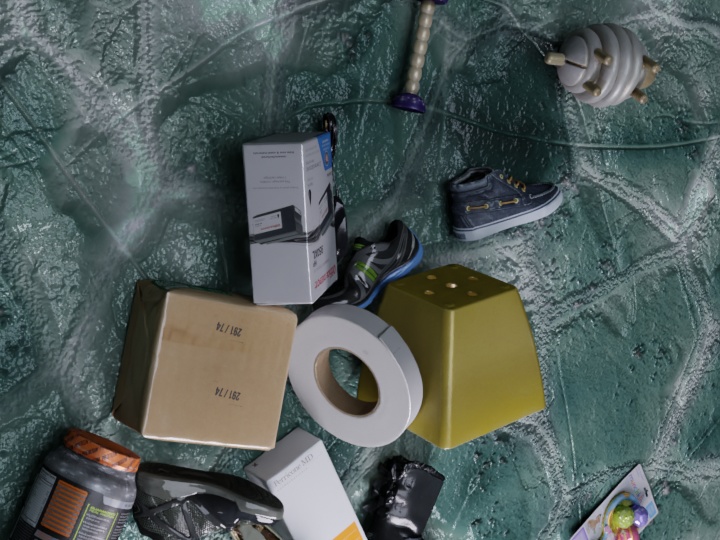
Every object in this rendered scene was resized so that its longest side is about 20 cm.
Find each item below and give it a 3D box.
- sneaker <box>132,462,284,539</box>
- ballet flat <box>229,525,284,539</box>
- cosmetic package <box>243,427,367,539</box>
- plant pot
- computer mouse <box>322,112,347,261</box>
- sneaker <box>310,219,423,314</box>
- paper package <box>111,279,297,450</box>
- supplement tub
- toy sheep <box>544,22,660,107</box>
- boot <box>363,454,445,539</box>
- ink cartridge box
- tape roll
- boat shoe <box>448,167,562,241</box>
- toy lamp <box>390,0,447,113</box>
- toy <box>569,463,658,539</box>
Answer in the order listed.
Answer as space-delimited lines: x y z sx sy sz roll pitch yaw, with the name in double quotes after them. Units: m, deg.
-0.202 0.323 1.516 0.196 0.076 0.116 11 100 -14 "sneaker"
-0.108 0.396 1.557 0.199 0.062 0.068 42 84 7 "ballet flat"
-0.071 0.334 1.624 0.101 0.071 0.202 -34 114 -24 "cosmetic package"
0.126 0.103 1.615 0.198 0.199 0.180 -16 115 -35 "plant pot"
-0.044 -0.111 1.580 0.033 0.059 0.204 -7 101 -14 "computer mouse"
0.000 0.000 1.624 0.199 0.070 0.083 -39 106 -25 "sneaker"
-0.195 0.121 1.487 0.197 0.103 0.194 11 91 -34 "paper package"
-0.347 0.301 1.403 0.122 0.122 0.203 28 83 -33 "supplement tub"
0.367 -0.312 1.774 0.197 0.137 0.141 8 94 -28 "toy sheep"
0.085 0.375 1.739 0.197 0.073 0.165 30 75 -36 "boot"
-0.087 -0.070 1.497 0.145 0.083 0.204 -44 133 -72 "ink cartridge box"
-0.010 0.140 1.556 0.037 0.200 0.206 -39 119 -47 "tape roll"
0.219 -0.117 1.741 0.198 0.071 0.092 -22 113 -27 "boat shoe"
0.084 -0.325 1.628 0.057 0.058 0.204 10 92 -34 "toy lamp"
0.448 0.443 2.001 0.199 0.047 0.116 -37 118 -23 "toy"
